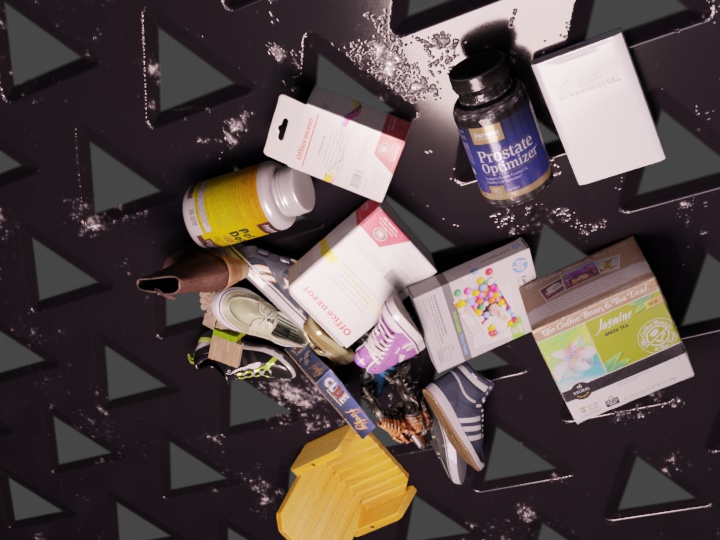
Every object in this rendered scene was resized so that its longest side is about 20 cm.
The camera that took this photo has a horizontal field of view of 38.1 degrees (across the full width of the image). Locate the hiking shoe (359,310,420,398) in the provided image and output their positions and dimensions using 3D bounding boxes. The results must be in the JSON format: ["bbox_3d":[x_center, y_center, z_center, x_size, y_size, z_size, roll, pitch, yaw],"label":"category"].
[{"bbox_3d":[0.052,0.150,1.787,0.085,0.075,0.202,16,127,7],"label":"hiking shoe"}]

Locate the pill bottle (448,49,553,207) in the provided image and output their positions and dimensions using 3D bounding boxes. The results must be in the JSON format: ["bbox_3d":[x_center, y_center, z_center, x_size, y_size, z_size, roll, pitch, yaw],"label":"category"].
[{"bbox_3d":[0.196,-0.202,1.480,0.110,0.112,0.202,-13,121,22],"label":"pill bottle"}]

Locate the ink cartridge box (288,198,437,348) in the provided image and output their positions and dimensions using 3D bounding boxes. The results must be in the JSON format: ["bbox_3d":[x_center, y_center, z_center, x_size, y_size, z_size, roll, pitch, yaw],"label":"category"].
[{"bbox_3d":[0.000,0.000,1.656,0.199,0.084,0.145,-40,110,12],"label":"ink cartridge box"}]

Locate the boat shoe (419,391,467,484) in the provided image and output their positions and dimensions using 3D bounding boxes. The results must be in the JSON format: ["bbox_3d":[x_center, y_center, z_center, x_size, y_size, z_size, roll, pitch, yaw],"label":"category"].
[{"bbox_3d":[0.151,0.296,1.875,0.056,0.069,0.203,0,119,25],"label":"boat shoe"}]

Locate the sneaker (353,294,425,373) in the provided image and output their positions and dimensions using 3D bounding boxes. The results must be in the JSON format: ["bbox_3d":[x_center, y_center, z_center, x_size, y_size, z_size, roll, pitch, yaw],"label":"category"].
[{"bbox_3d":[0.038,0.113,1.636,0.113,0.073,0.201,-30,155,-2],"label":"sneaker"}]

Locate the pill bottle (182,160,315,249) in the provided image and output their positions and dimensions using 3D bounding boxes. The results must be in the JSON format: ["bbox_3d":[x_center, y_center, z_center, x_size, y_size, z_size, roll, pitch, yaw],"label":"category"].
[{"bbox_3d":[-0.175,-0.107,1.648,0.197,0.110,0.110,-14,120,24],"label":"pill bottle"}]

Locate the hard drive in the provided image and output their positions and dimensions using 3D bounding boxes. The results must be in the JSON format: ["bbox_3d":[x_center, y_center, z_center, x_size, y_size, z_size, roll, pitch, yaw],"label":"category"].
[{"bbox_3d":[0.339,-0.228,1.476,0.130,0.026,0.202,-16,119,25],"label":"hard drive"}]

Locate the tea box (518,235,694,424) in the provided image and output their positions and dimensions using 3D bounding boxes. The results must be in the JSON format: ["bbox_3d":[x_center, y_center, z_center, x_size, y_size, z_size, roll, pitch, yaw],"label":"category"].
[{"bbox_3d":[0.375,0.092,1.597,0.198,0.134,0.198,-25,116,12],"label":"tea box"}]

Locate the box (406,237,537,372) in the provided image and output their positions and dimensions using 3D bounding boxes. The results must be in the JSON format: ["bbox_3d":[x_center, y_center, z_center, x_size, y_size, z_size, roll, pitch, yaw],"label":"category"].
[{"bbox_3d":[0.188,0.057,1.651,0.197,0.041,0.158,-23,123,-5],"label":"box"}]

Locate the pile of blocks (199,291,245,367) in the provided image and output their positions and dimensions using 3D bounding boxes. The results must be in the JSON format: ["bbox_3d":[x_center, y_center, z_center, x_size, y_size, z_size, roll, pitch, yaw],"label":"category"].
[{"bbox_3d":[-0.233,0.063,1.802,0.081,0.062,0.203,-5,106,22],"label":"pile of blocks"}]

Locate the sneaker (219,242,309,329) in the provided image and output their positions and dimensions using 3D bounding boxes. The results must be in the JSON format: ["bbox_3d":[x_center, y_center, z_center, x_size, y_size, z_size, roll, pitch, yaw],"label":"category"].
[{"bbox_3d":[-0.145,0.004,1.742,0.200,0.078,0.080,42,82,0],"label":"sneaker"}]

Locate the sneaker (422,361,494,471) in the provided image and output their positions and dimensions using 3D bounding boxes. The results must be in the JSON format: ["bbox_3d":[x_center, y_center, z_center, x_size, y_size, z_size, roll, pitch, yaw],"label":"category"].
[{"bbox_3d":[0.193,0.248,1.794,0.108,0.070,0.202,-38,119,-14],"label":"sneaker"}]

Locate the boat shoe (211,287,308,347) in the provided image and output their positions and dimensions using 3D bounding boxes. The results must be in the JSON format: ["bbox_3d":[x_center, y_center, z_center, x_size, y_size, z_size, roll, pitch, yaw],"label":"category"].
[{"bbox_3d":[-0.163,0.079,1.758,0.061,0.073,0.199,6,165,45],"label":"boat shoe"}]

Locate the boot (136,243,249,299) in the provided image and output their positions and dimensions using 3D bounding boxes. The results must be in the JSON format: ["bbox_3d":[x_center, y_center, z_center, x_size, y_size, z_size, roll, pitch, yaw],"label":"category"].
[{"bbox_3d":[-0.295,0.002,1.668,0.198,0.165,0.074,2,99,39],"label":"boot"}]

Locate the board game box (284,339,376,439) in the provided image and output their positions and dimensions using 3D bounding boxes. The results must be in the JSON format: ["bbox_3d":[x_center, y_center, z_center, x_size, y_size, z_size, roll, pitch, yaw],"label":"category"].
[{"bbox_3d":[-0.054,0.198,1.786,0.035,0.200,0.136,-41,113,-7],"label":"board game box"}]

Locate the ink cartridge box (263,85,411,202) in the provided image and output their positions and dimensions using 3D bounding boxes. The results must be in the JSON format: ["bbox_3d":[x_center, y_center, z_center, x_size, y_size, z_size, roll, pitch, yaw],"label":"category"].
[{"bbox_3d":[-0.036,-0.199,1.573,0.197,0.068,0.118,21,127,-2],"label":"ink cartridge box"}]

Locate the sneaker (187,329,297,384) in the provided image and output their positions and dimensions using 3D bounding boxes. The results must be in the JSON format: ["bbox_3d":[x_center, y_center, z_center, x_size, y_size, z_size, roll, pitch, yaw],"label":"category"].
[{"bbox_3d":[-0.211,0.174,1.862,0.197,0.084,0.072,15,151,10],"label":"sneaker"}]

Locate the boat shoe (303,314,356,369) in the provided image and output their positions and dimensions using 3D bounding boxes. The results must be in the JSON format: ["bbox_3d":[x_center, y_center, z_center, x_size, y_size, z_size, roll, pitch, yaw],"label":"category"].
[{"bbox_3d":[-0.059,0.123,1.742,0.063,0.201,0.074,-33,71,4],"label":"boat shoe"}]

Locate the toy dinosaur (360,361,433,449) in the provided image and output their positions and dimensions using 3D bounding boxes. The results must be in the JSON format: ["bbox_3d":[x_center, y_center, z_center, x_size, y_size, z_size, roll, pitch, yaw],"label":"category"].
[{"bbox_3d":[0.072,0.236,1.735,0.101,0.200,0.137,-29,78,-3],"label":"toy dinosaur"}]

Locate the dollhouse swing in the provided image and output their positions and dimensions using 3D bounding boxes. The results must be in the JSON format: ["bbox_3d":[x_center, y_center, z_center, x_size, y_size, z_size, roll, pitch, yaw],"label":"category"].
[{"bbox_3d":[-0.028,0.434,1.947,0.180,0.177,0.201,-28,112,30],"label":"dollhouse swing"}]
